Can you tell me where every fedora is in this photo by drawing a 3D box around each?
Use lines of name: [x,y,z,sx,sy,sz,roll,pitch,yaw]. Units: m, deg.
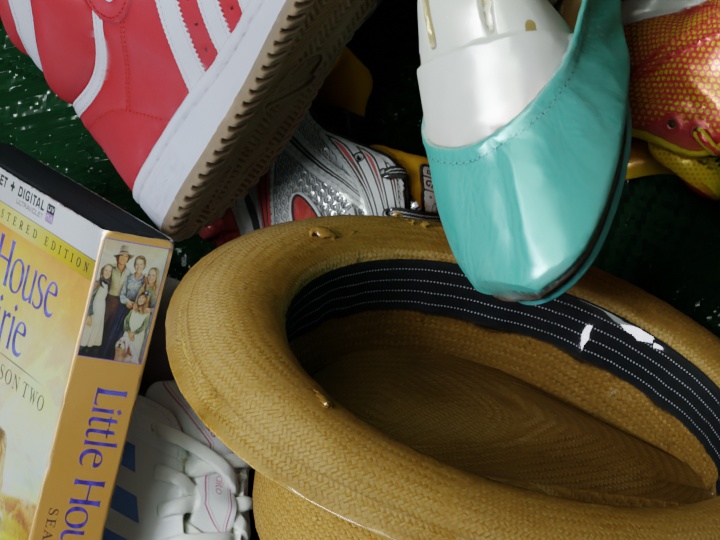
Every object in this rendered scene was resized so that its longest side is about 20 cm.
fedora: [0.034,0.060,0.700,0.200,0.200,0.082,38,124,32]

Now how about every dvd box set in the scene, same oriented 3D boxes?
dvd box set: [-0.127,0.066,0.822,0.146,0.029,0.201,29,107,56]

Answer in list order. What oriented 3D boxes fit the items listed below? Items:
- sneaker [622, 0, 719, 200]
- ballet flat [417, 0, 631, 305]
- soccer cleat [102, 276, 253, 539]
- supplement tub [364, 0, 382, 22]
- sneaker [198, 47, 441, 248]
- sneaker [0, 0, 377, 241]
sneaker: [0.131,-0.065,0.777,0.199,0.073,0.077,-25,62,31]
ballet flat: [0.047,-0.080,0.739,0.067,0.070,0.201,-20,39,33]
soccer cleat: [-0.066,0.089,0.818,0.086,0.070,0.201,-41,56,28]
supplement tub: [-0.001,-0.198,0.858,0.122,0.122,0.200,31,89,32]
sneaker: [0.000,0.000,0.815,0.082,0.078,0.200,-34,60,12]
sneaker: [-0.047,-0.110,0.748,0.113,0.071,0.200,47,130,12]
